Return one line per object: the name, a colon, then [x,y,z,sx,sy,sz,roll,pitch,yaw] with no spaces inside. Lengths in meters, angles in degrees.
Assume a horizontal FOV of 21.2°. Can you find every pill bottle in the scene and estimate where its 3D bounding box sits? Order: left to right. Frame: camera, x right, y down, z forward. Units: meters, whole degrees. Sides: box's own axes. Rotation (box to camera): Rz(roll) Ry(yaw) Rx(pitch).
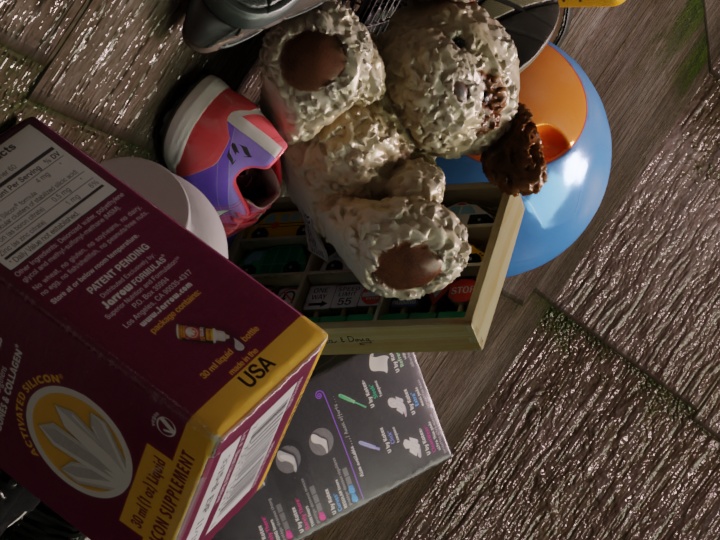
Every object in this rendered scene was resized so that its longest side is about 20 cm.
pill bottle: [-0.132,0.011,1.130,0.111,0.111,0.200,-50,166,-21]

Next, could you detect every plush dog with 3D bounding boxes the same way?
plush dog: [0.027,-0.102,1.232,0.171,0.201,0.160,-30,-165,-13]

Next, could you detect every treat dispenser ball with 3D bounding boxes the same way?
treat dispenser ball: [0.097,-0.094,1.518,0.201,0.201,0.201,-52,167,-16]

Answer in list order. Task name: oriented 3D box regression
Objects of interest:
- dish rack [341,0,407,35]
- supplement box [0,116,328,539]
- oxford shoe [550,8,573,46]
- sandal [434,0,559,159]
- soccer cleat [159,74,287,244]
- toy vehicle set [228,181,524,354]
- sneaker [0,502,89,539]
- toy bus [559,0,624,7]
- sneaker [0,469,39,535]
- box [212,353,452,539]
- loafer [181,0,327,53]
dish rack: [0.032,-0.203,1.339,0.200,0.054,0.154,-30,151,-59]
supplement box: [-0.136,0.041,0.979,0.103,0.200,0.131,-42,162,-44]
oxford shoe: [0.144,-0.243,1.658,0.084,0.073,0.200,-21,146,-40]
sandal: [0.054,-0.134,1.336,0.201,0.080,0.057,-47,-178,-3]
soccer cleat: [-0.085,-0.050,1.234,0.068,0.073,0.200,-51,168,-22]
toy vehicle set: [0.000,0.000,1.271,0.027,0.199,0.125,62,35,-41]
sneaker: [-0.218,0.184,1.315,0.121,0.083,0.200,-60,177,-11]
toy bus: [0.145,-0.280,1.343,0.200,0.078,0.065,77,21,-46]
sneaker: [-0.218,0.124,1.136,0.112,0.073,0.200,-46,176,-37]
box: [-0.057,0.123,1.369,0.200,0.106,0.122,-27,-166,-25]
loafer: [-0.032,-0.187,1.128,0.200,0.072,0.063,-36,176,-40]
